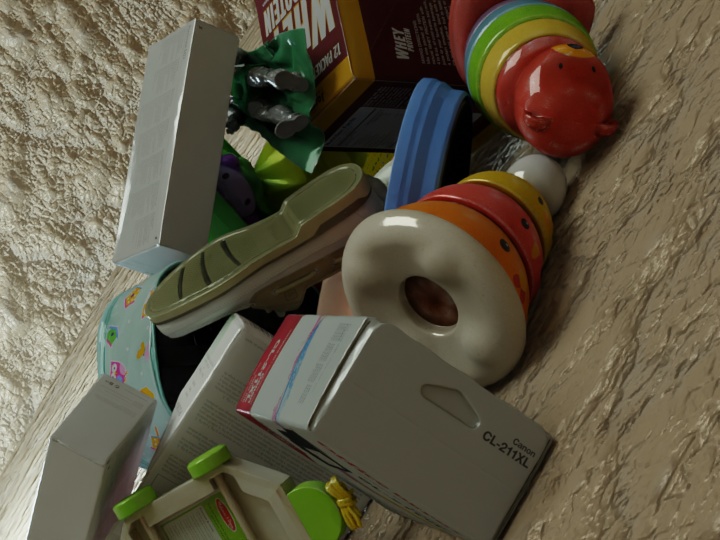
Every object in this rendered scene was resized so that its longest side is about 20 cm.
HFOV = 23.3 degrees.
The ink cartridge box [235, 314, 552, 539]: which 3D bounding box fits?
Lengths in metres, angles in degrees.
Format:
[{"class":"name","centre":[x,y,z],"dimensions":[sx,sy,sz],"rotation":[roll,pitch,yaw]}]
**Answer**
[{"class":"ink cartridge box","centre":[0.015,0.099,1.140],"dimensions":[0.083,0.145,0.200],"rotation":[-58,13,-9]}]

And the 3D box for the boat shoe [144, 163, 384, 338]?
[{"class":"boat shoe","centre":[-0.068,0.001,1.330],"dimensions":[0.199,0.069,0.075],"rotation":[-30,31,7]}]

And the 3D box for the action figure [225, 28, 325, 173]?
[{"class":"action figure","centre":[-0.094,-0.156,1.515],"dimensions":[0.200,0.054,0.120],"rotation":[-156,65,-63]}]

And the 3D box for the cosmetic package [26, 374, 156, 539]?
[{"class":"cosmetic package","centre":[-0.212,0.180,1.319],"dimensions":[0.083,0.050,0.201],"rotation":[-57,-10,-51]}]

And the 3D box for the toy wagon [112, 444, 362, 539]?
[{"class":"toy wagon","centre":[-0.079,0.201,1.235],"dimensions":[0.199,0.156,0.040],"rotation":[-30,1,20]}]

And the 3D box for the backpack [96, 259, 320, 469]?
[{"class":"backpack","centre":[-0.127,0.087,1.439],"dimensions":[0.152,0.199,0.178],"rotation":[-18,68,35]}]

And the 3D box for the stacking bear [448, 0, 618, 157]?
[{"class":"stacking bear","centre":[0.141,-0.152,1.357],"dimensions":[0.200,0.120,0.115],"rotation":[-110,34,-64]}]

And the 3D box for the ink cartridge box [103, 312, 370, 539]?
[{"class":"ink cartridge box","centre":[-0.080,0.159,1.314],"dimensions":[0.201,0.160,0.050],"rotation":[-56,16,6]}]

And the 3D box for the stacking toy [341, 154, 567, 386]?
[{"class":"stacking toy","centre":[0.091,-0.026,1.256],"dimensions":[0.200,0.146,0.146],"rotation":[-48,5,-39]}]

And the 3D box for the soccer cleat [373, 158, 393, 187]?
[{"class":"soccer cleat","centre":[-0.004,-0.027,1.679],"dimensions":[0.200,0.069,0.078],"rotation":[-49,18,21]}]

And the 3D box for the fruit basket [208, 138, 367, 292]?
[{"class":"fruit basket","centre":[-0.072,-0.056,1.582],"dimensions":[0.216,0.215,0.156],"rotation":[-52,14,18]}]

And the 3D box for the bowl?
[{"class":"bowl","centre":[0.053,-0.048,1.377],"dimensions":[0.201,0.039,0.203],"rotation":[10,-90,-80]}]

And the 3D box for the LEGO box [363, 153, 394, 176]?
[{"class":"LEGO box","centre":[-0.004,-0.129,1.878],"dimensions":[0.201,0.077,0.149],"rotation":[-59,13,-5]}]

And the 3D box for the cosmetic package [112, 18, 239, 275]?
[{"class":"cosmetic package","centre":[-0.153,-0.101,1.466],"dimensions":[0.082,0.050,0.202],"rotation":[-19,59,54]}]

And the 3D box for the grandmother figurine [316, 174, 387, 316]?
[{"class":"grandmother figurine","centre":[0.000,0.000,1.472],"dimensions":[0.061,0.120,0.202],"rotation":[-46,30,41]}]

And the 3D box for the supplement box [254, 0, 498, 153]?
[{"class":"supplement box","centre":[0.028,-0.221,1.547],"dimensions":[0.133,0.198,0.199],"rotation":[-38,59,53]}]
